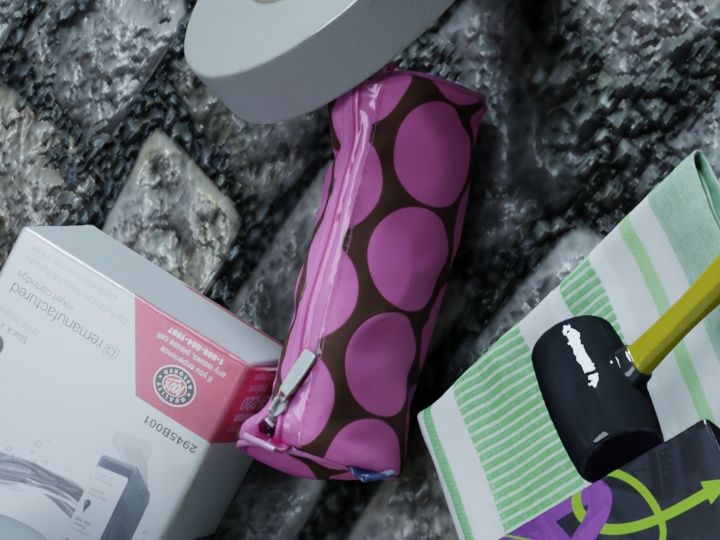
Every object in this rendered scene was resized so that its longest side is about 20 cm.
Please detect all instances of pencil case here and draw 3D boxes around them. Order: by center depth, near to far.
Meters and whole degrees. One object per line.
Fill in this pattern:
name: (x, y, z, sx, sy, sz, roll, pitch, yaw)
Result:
pencil case: (0.000, 0.000, 1.006, 0.090, 0.093, 0.202, 4, 78, 42)

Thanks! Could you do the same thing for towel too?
towel: (0.104, 0.069, 0.906, 0.200, 0.023, 0.153, -47, 49, 38)

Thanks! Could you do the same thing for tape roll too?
tape roll: (-0.003, -0.159, 1.043, 0.202, 0.037, 0.203, -35, 28, 22)

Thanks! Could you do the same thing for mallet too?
mallet: (0.139, -0.005, 0.838, 0.200, 0.041, 0.066, -54, 42, 23)

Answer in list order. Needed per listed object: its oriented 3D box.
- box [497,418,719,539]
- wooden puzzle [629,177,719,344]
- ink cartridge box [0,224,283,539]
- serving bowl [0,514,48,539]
box: (0.081, 0.167, 0.813, 0.199, 0.036, 0.144, -34, 55, 18)
wooden puzzle: (0.208, 0.008, 0.854, 0.186, 0.037, 0.200, -57, 42, 14)
ink cartridge box: (-0.143, 0.097, 1.076, 0.145, 0.085, 0.201, 30, 100, 15)
serving bowl: (-0.156, 0.207, 0.968, 0.200, 0.065, 0.202, -4, 85, 64)
